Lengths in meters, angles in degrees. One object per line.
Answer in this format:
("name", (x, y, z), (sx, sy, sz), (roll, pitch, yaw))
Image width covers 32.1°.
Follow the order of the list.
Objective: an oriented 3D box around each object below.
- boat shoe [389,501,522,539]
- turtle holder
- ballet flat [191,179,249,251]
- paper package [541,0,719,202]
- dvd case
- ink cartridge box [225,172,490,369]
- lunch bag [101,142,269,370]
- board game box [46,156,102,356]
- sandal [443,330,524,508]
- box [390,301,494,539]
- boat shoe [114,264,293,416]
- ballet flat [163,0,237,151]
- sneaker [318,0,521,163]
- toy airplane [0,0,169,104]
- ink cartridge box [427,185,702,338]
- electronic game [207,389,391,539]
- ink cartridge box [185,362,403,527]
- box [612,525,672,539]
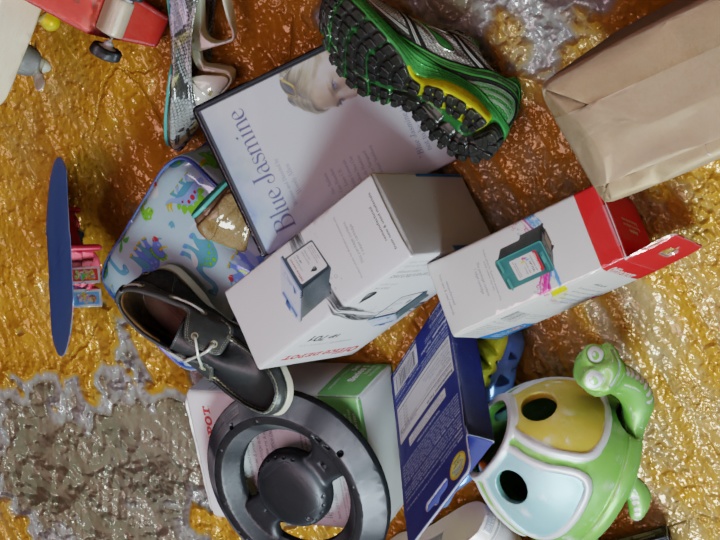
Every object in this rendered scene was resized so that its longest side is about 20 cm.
("boat shoe", (0.080, 0.290, 1.243), (0.068, 0.072, 0.200), (39, 127, -16))
("turtle holder", (0.174, 0.156, 1.073), (0.130, 0.143, 0.185), (21, 153, -15))
("ballet flat", (-0.068, -0.099, 1.137), (0.072, 0.068, 0.201), (40, 81, -14))
("paper package", (0.253, -0.148, 0.907), (0.189, 0.200, 0.104), (-23, 99, 31))
("dvd case", (-0.029, -0.120, 1.100), (0.198, 0.018, 0.144), (-27, 98, -6))
("ink cartridge box", (0.000, 0.000, 1.115), (0.199, 0.146, 0.087), (-39, 71, 32))
("lunch bag", (-0.154, -0.010, 1.236), (0.161, 0.082, 0.201), (43, 122, 7))
("board game box", (-0.292, -0.013, 1.286), (0.158, 0.038, 0.203), (140, 126, -63))
("sandal", (0.112, 0.139, 1.173), (0.086, 0.080, 0.202), (14, 113, -18))
("box", (0.071, 0.134, 1.113), (0.032, 0.201, 0.122), (17, 130, -18))
("boat shoe", (-0.146, 0.071, 1.156), (0.199, 0.067, 0.072), (38, 117, 23))
("ballet flat", (-0.149, -0.204, 1.171), (0.071, 0.072, 0.203), (14, 116, 21))
("sneaker", (0.049, -0.178, 1.070), (0.199, 0.085, 0.078), (38, 145, 0))
("toy airplane", (-0.302, -0.277, 1.176), (0.198, 0.141, 0.201), (-22, 114, -1))
("ink cartridge box", (0.170, -0.011, 1.035), (0.198, 0.116, 0.068), (-26, 76, 22))
("electronic game", (-0.061, 0.205, 1.193), (0.198, 0.042, 0.203), (11, 116, 24))
("ink cartridge box", (-0.062, 0.172, 1.256), (0.197, 0.084, 0.148), (0, 110, 27))
("box", (0.210, 0.340, 1.150), (0.198, 0.046, 0.161), (-18, 88, 11))
